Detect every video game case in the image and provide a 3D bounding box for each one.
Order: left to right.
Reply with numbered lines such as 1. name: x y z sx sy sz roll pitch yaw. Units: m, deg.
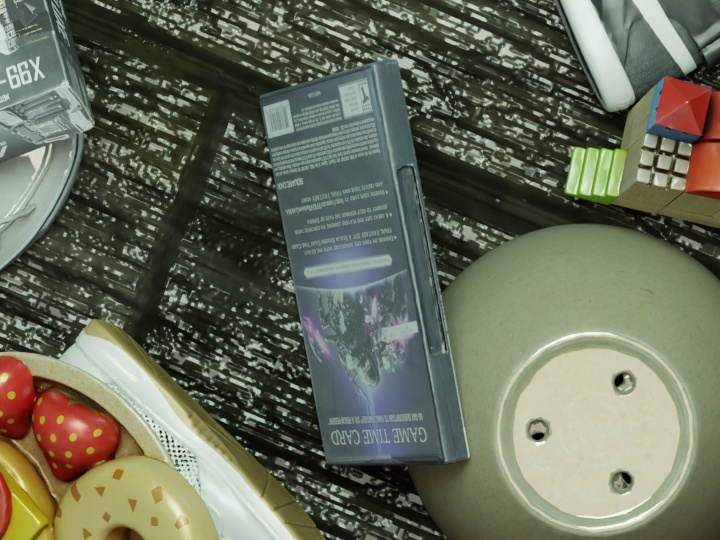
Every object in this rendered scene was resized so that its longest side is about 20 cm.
1. video game case: 0.000 0.000 1.549 0.019 0.143 0.201 -12 92 -26

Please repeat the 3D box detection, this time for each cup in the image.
1. cup: 0.118 0.077 1.541 0.199 0.143 0.202 0 91 2

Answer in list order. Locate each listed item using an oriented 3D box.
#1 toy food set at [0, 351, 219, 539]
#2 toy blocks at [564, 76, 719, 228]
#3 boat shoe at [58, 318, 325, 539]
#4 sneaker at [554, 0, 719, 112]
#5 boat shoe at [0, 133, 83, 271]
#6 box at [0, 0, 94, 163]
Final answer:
1. toy food set: -0.172 0.142 1.569 0.200 0.049 0.198 46 117 8
2. toy blocks: 0.214 -0.052 1.525 0.199 0.137 0.101 13 81 -3
3. boat shoe: -0.090 0.117 1.590 0.069 0.071 0.200 -46 80 3
4. sneaker: 0.138 -0.195 1.574 0.111 0.073 0.201 -24 99 -1
5. boat shoe: -0.226 -0.018 1.580 0.202 0.086 0.075 -43 90 3
6. box: -0.251 -0.113 1.561 0.199 0.050 0.158 -21 60 2
